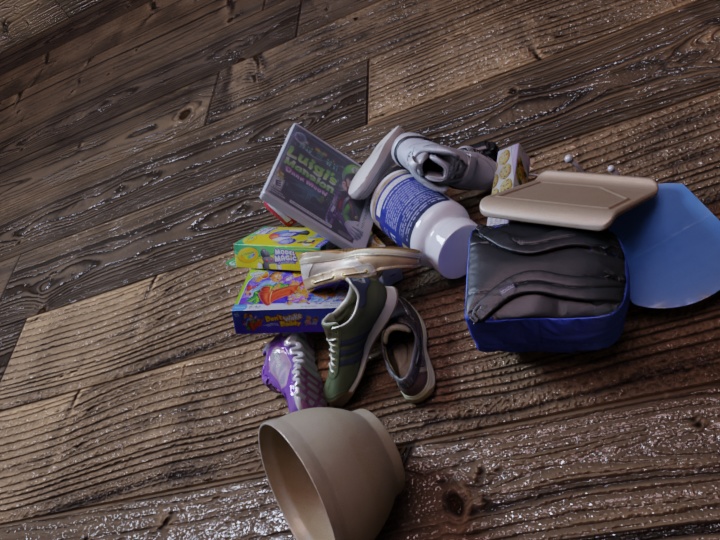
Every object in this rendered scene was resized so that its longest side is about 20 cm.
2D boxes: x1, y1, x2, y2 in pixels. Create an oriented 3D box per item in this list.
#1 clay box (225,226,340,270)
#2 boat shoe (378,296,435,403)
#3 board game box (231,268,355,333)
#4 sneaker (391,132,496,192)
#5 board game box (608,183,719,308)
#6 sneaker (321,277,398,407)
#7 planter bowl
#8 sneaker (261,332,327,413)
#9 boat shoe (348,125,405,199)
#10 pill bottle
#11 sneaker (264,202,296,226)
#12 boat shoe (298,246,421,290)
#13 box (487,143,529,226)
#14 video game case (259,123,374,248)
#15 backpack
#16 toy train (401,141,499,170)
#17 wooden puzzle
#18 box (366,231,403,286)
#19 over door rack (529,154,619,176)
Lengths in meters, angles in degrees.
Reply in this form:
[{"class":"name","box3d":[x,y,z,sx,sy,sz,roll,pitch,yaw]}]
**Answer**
[{"class":"clay box","box3d":[-0.132,-0.040,1.206,0.196,0.049,0.115,4,20,22]},{"class":"boat shoe","box3d":[0.063,0.101,1.034,0.072,0.065,0.202,-29,42,8]},{"class":"board game box","box3d":[-0.097,0.046,1.125,0.196,0.046,0.135,-2,29,6]},{"class":"sneaker","box3d":[0.151,-0.162,1.118,0.115,0.196,0.076,-113,40,-64]},{"class":"board game box","box3d":[0.412,-0.026,0.940,0.156,0.039,0.202,-30,48,6]},{"class":"sneaker","box3d":[-0.026,0.099,1.022,0.203,0.089,0.067,-63,28,7]},{"class":"planter bowl","box3d":[-0.028,0.260,0.880,0.133,0.203,0.199,-23,36,-28]},{"class":"sneaker","box3d":[-0.112,0.170,1.082,0.088,0.081,0.201,-32,37,10]},{"class":"boat shoe","box3d":[0.043,-0.179,1.222,0.072,0.068,0.201,-35,17,40]},{"class":"pill bottle","box3d":[0.109,-0.076,1.123,0.115,0.116,0.200,-39,42,-5]},{"class":"sneaker","box3d":[-0.079,-0.131,1.255,0.113,0.197,0.072,-52,36,46]},{"class":"boat shoe","box3d":[0.000,0.000,1.072,0.196,0.074,0.071,-3,91,18]},{"class":"box","box3d":[0.226,-0.111,1.049,0.041,0.039,0.202,-19,40,38]},{"class":"video game case","box3d":[-0.058,-0.140,1.180,0.023,0.198,0.184,-42,23,47]},{"class":"backpack","box3d":[0.251,0.026,0.906,0.196,0.168,0.165,-5,59,21]},{"class":"toy train","box3d":[0.155,-0.191,1.246,0.197,0.046,0.035,-16,46,20]},{"class":"wooden puzzle","box3d":[0.287,-0.094,0.939,0.183,0.038,0.199,11,26,38]},{"class":"box","box3d":[0.010,-0.043,1.208,0.041,0.039,0.200,-23,41,-15]},{"class":"over door rack","box3d":[0.288,-0.106,1.074,0.197,0.067,0.149,5,55,35]}]
